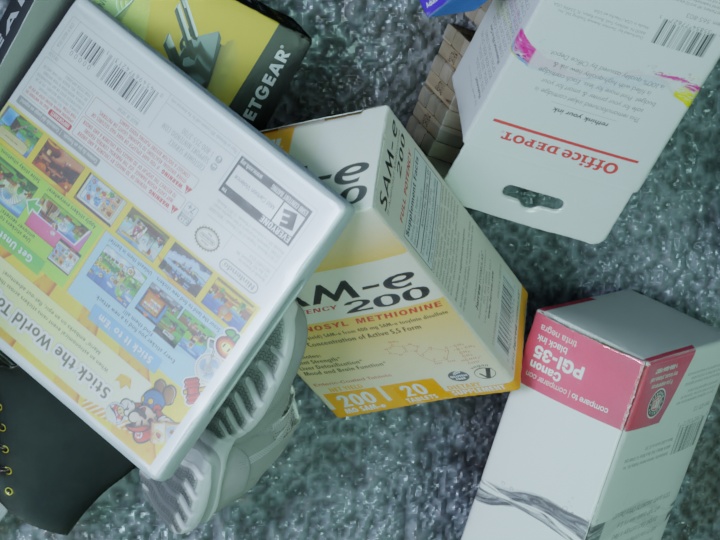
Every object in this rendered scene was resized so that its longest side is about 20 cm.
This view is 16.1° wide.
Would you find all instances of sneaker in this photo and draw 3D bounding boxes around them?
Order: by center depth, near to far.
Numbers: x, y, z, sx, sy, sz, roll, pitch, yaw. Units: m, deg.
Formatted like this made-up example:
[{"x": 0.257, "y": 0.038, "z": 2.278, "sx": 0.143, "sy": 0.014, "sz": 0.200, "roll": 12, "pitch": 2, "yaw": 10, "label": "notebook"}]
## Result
[{"x": -0.069, "y": 0.069, "z": 1.471, "sx": 0.082, "sy": 0.075, "sz": 0.200, "roll": -24, "pitch": 157, "yaw": -36, "label": "sneaker"}, {"x": -0.209, "y": 0.073, "z": 1.487, "sx": 0.200, "sy": 0.075, "sz": 0.106, "roll": 40, "pitch": 93, "yaw": -26, "label": "sneaker"}]

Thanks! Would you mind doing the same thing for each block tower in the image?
[{"x": 0.086, "y": -0.141, "z": 1.504, "sx": 0.054, "sy": 0.058, "sz": 0.201, "roll": 17, "pitch": 105, "yaw": -20, "label": "block tower"}]

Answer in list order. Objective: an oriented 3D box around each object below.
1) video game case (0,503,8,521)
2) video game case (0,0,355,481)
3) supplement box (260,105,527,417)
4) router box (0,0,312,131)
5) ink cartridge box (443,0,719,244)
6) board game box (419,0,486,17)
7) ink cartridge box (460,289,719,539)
[{"x": -0.340, "y": 0.167, "z": 1.515, "sx": 0.182, "sy": 0.024, "sz": 0.200, "roll": 36, "pitch": 97, "yaw": -24, "label": "video game case"}, {"x": -0.129, "y": -0.018, "z": 1.380, "sx": 0.200, "sy": 0.023, "sz": 0.182, "roll": 38, "pitch": 99, "yaw": 17, "label": "video game case"}, {"x": 0.000, "y": 0.000, "z": 1.458, "sx": 0.125, "sy": 0.074, "sz": 0.200, "roll": -11, "pitch": 143, "yaw": 26, "label": "supplement box"}, {"x": -0.144, "y": -0.086, "z": 1.459, "sx": 0.157, "sy": 0.052, "sz": 0.201, "roll": 25, "pitch": 101, "yaw": -23, "label": "router box"}, {"x": 0.128, "y": -0.120, "z": 1.437, "sx": 0.114, "sy": 0.068, "sz": 0.201, "roll": 16, "pitch": 127, "yaw": -19, "label": "ink cartridge box"}, {"x": 0.054, "y": -0.259, "z": 1.353, "sx": 0.045, "sy": 0.152, "sz": 0.201, "roll": -14, "pitch": 75, "yaw": -44, "label": "board game box"}, {"x": 0.139, "y": 0.123, "z": 1.565, "sx": 0.146, "sy": 0.082, "sz": 0.201, "roll": -10, "pitch": 121, "yaw": -61, "label": "ink cartridge box"}]
